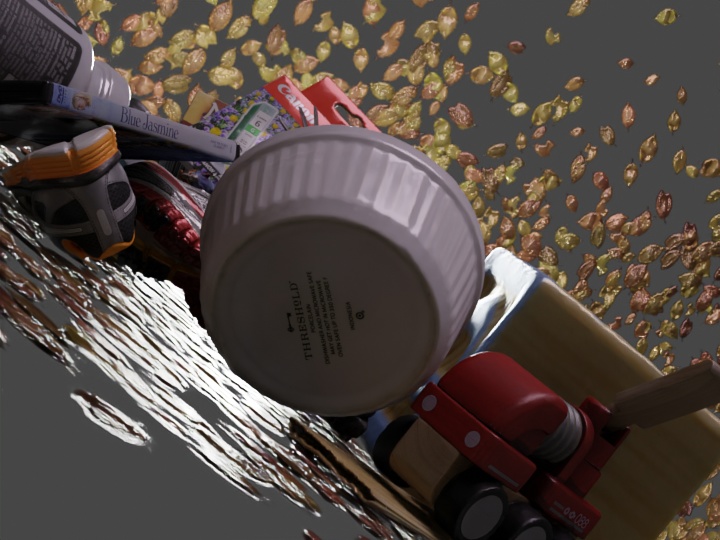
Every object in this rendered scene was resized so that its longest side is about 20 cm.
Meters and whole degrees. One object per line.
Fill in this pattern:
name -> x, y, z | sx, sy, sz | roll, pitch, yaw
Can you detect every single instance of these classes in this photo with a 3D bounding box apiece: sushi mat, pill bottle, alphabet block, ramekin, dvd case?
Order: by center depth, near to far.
sushi mat -> 0.033, 0.161, 1.301 | 0.096, 0.012, 0.200 | 38, 0, 43
ramekin -> -0.018, 0.009, 1.329 | 0.202, 0.202, 0.094 | 39, 28, -14
dvd case -> -0.201, -0.103, 1.351 | 0.142, 0.018, 0.200 | 4, -6, 35
pill bottle -> -0.280, -0.167, 1.509 | 0.200, 0.116, 0.116 | 39, 1, -36
alphabet block -> 0.138, 0.125, 1.524 | 0.200, 0.197, 0.195 | 39, 3, -10

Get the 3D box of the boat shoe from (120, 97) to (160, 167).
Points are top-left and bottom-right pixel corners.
boat shoe -> -0.157, -0.061, 1.656 | 0.069, 0.057, 0.200 | 7, -38, 46

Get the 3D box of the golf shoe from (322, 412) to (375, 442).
golf shoe -> -0.022, 0.055, 1.514 | 0.078, 0.094, 0.200 | 47, -3, -36

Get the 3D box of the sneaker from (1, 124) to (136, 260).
sneaker -> -0.186, -0.045, 1.272 | 0.200, 0.078, 0.077 | -167, -125, -81

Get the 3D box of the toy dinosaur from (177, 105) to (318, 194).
toy dinosaur -> -0.065, -0.031, 1.462 | 0.105, 0.201, 0.181 | 2, -7, -43

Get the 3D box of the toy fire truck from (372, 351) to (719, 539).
toy fire truck -> 0.139, 0.110, 1.329 | 0.129, 0.200, 0.176 | 38, 0, 43

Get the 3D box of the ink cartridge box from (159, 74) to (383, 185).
ink cartridge box -> -0.059, -0.101, 1.620 | 0.109, 0.200, 0.050 | 47, -35, 15

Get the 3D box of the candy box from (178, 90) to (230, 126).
candy box -> -0.119, -0.069, 1.738 | 0.116, 0.057, 0.200 | 27, -26, -1

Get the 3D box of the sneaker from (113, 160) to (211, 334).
sneaker -> -0.104, -0.013, 1.437 | 0.200, 0.078, 0.082 | 40, 32, -8
